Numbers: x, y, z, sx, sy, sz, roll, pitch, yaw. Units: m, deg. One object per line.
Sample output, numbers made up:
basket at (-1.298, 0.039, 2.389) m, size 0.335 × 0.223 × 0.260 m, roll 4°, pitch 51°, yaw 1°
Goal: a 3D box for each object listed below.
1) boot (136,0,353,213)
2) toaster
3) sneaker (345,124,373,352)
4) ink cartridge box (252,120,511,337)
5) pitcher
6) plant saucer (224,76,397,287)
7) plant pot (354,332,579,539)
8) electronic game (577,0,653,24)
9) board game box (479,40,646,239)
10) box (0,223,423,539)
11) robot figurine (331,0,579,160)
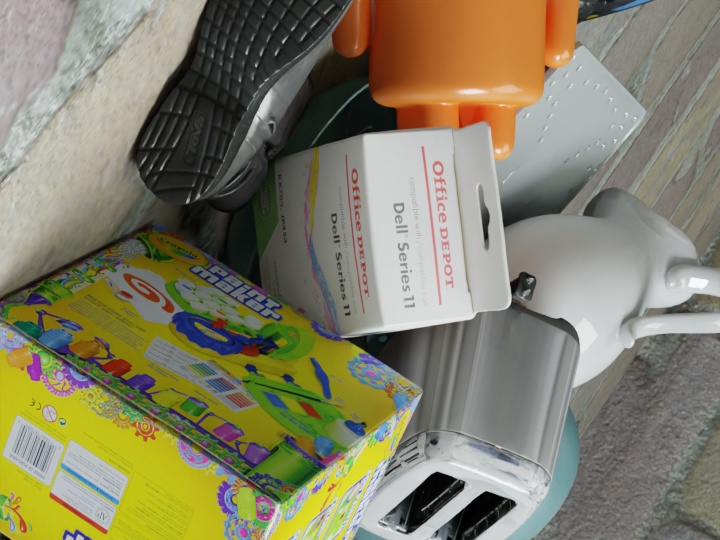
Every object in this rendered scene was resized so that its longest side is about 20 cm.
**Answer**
boot at (-0.053, -0.124, 1.296) m, size 0.200 × 0.070 × 0.132 m, roll -51°, pitch 170°, yaw 11°
toaster at (0.067, 0.101, 1.417) m, size 0.200 × 0.113 × 0.130 m, roll -47°, pitch -154°, yaw 54°
sneaker at (-0.003, -0.001, 1.541) m, size 0.104 × 0.060 × 0.200 m, roll -51°, pitch 152°, yaw -28°
ink cartridge box at (0.008, -0.021, 1.325) m, size 0.067 × 0.118 × 0.200 m, roll -6°, pitch 177°, yaw -29°
pitcher at (0.170, 0.021, 1.547) m, size 0.199 × 0.171 × 0.122 m, roll -24°, pitch 126°, yaw -45°
plant saucer at (-0.039, -0.054, 1.518) m, size 0.200 × 0.036 × 0.200 m, roll -54°, pitch 165°, yaw -21°
plant pot at (0.054, 0.106, 1.647) m, size 0.200 × 0.199 × 0.135 m, roll -52°, pitch 143°, yaw -25°
electronic game at (0.134, -0.190, 1.587) m, size 0.200 × 0.199 × 0.042 m, roll -11°, pitch 90°, yaw -71°
board game box at (0.105, -0.065, 1.538) m, size 0.200 × 0.026 × 0.200 m, roll -49°, pitch 159°, yaw 6°
box at (-0.103, 0.093, 1.263) m, size 0.192 × 0.199 × 0.123 m, roll -31°, pitch 149°, yaw -59°
robot figurine at (0.060, -0.170, 1.397) m, size 0.117 × 0.143 × 0.202 m, roll 0°, pitch 92°, yaw -71°
